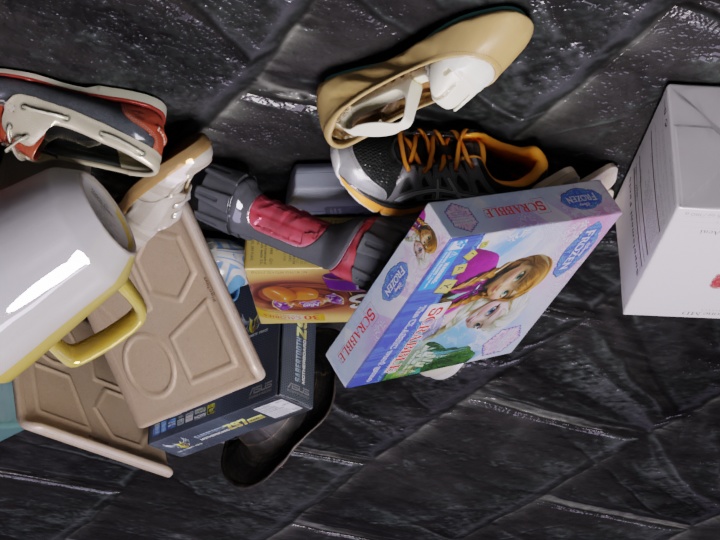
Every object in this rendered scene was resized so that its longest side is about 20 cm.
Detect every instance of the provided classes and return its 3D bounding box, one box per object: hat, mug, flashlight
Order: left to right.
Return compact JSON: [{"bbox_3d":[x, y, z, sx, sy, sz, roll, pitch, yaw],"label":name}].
[{"bbox_3d":[-0.267,-0.007,1.429,0.153,0.150,0.187,-32,168,8],"label":"mug"},{"bbox_3d":[-0.104,0.121,1.747,0.081,0.201,0.200,38,139,-22],"label":"hat"},{"bbox_3d":[-0.050,-0.040,1.464,0.200,0.068,0.068,24,176,21],"label":"flashlight"}]

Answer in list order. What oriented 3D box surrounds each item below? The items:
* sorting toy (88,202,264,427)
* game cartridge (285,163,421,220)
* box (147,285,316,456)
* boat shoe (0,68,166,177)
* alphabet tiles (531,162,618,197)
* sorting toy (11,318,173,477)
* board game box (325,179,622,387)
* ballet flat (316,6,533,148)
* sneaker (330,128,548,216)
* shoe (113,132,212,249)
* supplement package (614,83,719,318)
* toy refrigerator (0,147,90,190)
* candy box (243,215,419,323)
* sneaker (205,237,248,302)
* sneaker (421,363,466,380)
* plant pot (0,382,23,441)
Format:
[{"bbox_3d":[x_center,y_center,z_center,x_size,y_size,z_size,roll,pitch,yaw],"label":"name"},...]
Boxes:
[{"bbox_3d":[-0.184,0.039,1.599,0.200,0.185,0.036,-24,-179,43],"label":"sorting toy"},{"bbox_3d":[-0.002,-0.041,1.574,0.133,0.041,0.200,-4,152,3],"label":"game cartridge"},{"bbox_3d":[-0.128,0.084,1.687,0.200,0.158,0.051,-22,145,39],"label":"box"},{"bbox_3d":[-0.260,-0.119,1.402,0.200,0.063,0.071,7,154,-9],"label":"boat shoe"},{"bbox_3d":[0.149,-0.017,1.521,0.195,0.015,0.200,-30,155,-12],"label":"alphabet tiles"},{"bbox_3d":[-0.284,0.117,1.726,0.185,0.200,0.036,26,120,-40],"label":"sorting toy"},{"bbox_3d":[0.095,0.011,1.439,0.199,0.041,0.200,-10,147,-38],"label":"board game box"},{"bbox_3d":[0.051,-0.144,1.338,0.200,0.063,0.069,-19,147,34],"label":"ballet flat"},{"bbox_3d":[0.068,-0.091,1.439,0.200,0.078,0.077,6,148,-27],"label":"sneaker"},{"bbox_3d":[-0.180,-0.059,1.488,0.053,0.070,0.200,46,136,-10],"label":"shoe"},{"bbox_3d":[0.298,-0.053,1.445,0.121,0.120,0.200,2,153,-4],"label":"supplement package"},{"bbox_3d":[-0.305,-0.037,1.555,0.076,0.070,0.200,10,152,-18],"label":"toy refrigerator"},{"bbox_3d":[0.000,0.000,1.556,0.200,0.057,0.117,0,153,4],"label":"candy box"},{"bbox_3d":[-0.166,0.028,1.675,0.072,0.072,0.200,20,149,-26],"label":"sneaker"},{"bbox_3d":[0.087,0.043,1.718,0.093,0.070,0.200,28,149,-11],"label":"sneaker"},{"bbox_3d":[-0.456,0.122,1.802,0.200,0.142,0.141,15,150,-41],"label":"plant pot"}]
